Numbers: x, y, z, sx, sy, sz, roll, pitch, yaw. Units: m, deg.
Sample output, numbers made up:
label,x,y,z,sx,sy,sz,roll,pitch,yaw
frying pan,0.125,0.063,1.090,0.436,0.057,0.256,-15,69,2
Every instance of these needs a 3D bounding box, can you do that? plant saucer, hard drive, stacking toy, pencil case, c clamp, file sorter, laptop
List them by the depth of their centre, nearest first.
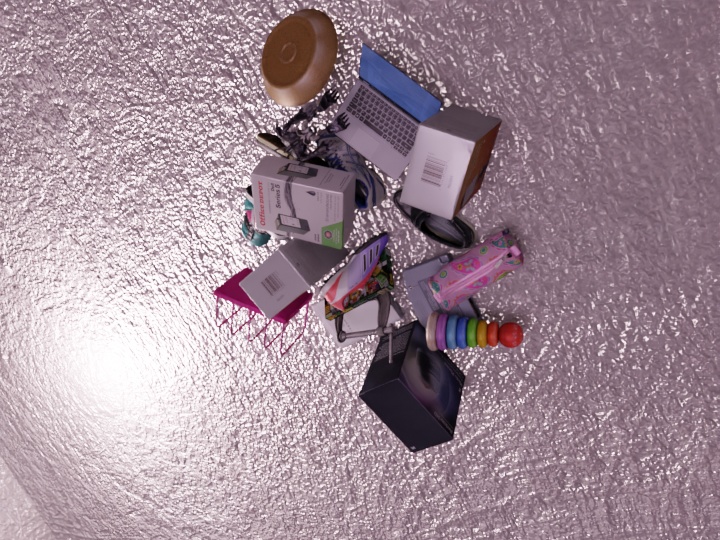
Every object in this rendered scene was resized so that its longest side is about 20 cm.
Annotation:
label,x,y,z,sx,sy,sz,roll,pitch,yaw
laptop,0.040,-0.303,1.241,0.187,0.116,0.200,38,113,5
plant saucer,-0.134,-0.430,1.259,0.200,0.035,0.200,-4,83,35
pencil case,0.238,0.000,1.293,0.200,0.087,0.087,-33,97,21
stacking toy,0.245,0.137,1.347,0.200,0.085,0.085,3,115,19
c clamp,0.005,0.119,1.420,0.200,0.027,0.171,-6,70,46
hard drive,-0.009,0.098,1.519,0.200,0.027,0.132,-30,98,34
file sorter,-0.244,0.105,1.570,0.200,0.139,0.126,20,123,16

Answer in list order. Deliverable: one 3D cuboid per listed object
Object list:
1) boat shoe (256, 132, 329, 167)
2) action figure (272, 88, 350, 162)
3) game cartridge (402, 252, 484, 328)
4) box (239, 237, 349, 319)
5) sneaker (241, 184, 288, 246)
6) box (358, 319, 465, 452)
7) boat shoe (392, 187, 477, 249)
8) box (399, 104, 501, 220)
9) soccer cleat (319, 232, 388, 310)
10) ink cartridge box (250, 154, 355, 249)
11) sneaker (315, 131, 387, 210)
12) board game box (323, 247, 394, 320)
label,x,y,z,sx,sy,sz,roll,pitch,yaw
boat shoe,-0.149,-0.238,1.394,0.200,0.073,0.065,31,118,9
action figure,-0.097,-0.283,1.292,0.200,0.102,0.119,-23,100,51
game cartridge,0.181,0.068,1.408,0.133,0.040,0.200,-21,103,29
box,-0.145,-0.006,1.420,0.152,0.200,0.106,-38,93,34
sneaker,-0.219,-0.099,1.459,0.200,0.084,0.121,53,142,42
box,0.123,0.258,1.410,0.123,0.198,0.200,-29,112,34
boat shoe,0.147,-0.105,1.320,0.199,0.066,0.075,37,125,5
box,0.171,-0.207,1.177,0.106,0.200,0.152,22,122,16
soccer cleat,0.000,0.000,1.402,0.200,0.068,0.073,-45,83,0
ink cartridge box,-0.118,-0.143,1.309,0.200,0.084,0.146,14,132,12
sneaker,-0.027,-0.214,1.339,0.200,0.088,0.075,46,126,1
board game box,-0.008,0.032,1.449,0.200,0.105,0.023,-29,139,33
